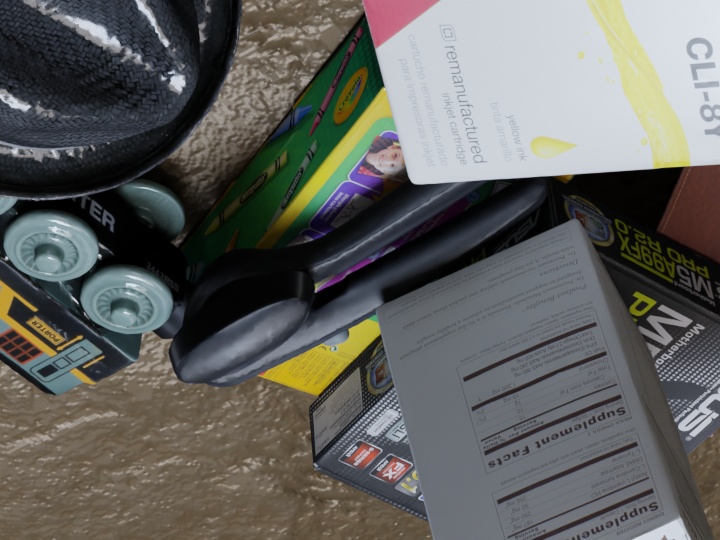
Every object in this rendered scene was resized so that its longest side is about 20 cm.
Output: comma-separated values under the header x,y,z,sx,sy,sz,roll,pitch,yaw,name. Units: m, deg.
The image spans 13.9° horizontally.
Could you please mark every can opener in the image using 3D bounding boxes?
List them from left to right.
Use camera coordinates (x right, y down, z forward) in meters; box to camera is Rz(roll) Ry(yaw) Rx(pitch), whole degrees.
x,y,z,sx,sy,sz,roll,pitch,yaw,name
0.000,0.000,1.419,0.199,0.079,0.064,-27,125,5,can opener

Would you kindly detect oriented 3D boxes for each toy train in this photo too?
x,y,z,sx,sy,sz,roll,pitch,yaw,name
-0.170,-0.019,1.434,0.114,0.085,0.200,-29,129,30,toy train

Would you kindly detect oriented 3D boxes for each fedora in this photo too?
x,y,z,sx,sy,sz,roll,pitch,yaw,name
-0.138,-0.111,1.293,0.200,0.092,0.202,-5,108,-16,fedora

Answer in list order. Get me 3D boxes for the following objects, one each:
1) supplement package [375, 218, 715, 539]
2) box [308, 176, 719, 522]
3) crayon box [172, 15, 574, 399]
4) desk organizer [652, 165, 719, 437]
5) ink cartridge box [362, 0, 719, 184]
x,y,z,sx,sy,sz,roll,pitch,yaw,name
0.091,0.096,1.359,0.109,0.200,0.114,-24,131,9,supplement package
0.094,0.058,1.498,0.160,0.044,0.200,27,126,-27,box
0.003,-0.025,1.479,0.118,0.058,0.200,20,128,-28,crayon box
0.171,-0.011,1.518,0.077,0.072,0.200,6,133,-14,desk organizer
0.107,-0.121,1.226,0.199,0.084,0.146,-3,120,22,ink cartridge box
